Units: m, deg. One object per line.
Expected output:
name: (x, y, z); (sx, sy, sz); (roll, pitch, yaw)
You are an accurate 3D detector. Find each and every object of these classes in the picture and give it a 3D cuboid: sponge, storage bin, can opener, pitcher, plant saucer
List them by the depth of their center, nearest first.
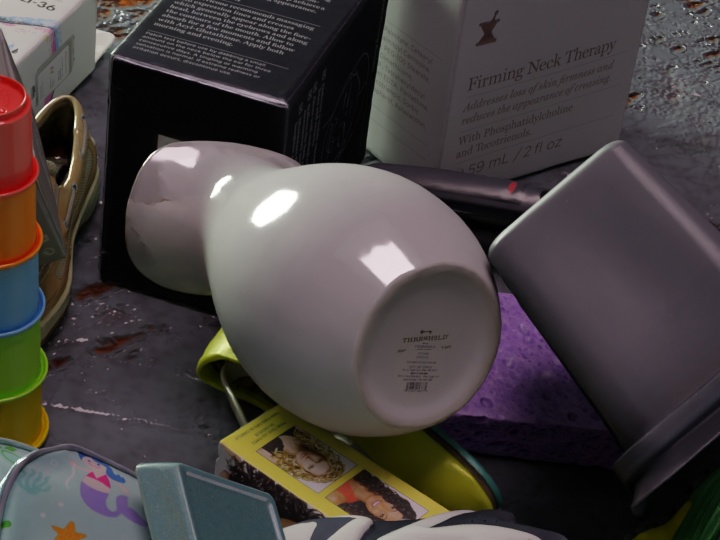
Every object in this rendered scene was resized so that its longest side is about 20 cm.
plant saucer: (-0.032, 0.157, 0.666); (0.070, 0.019, 0.201); (28, 34, -47)
storage bin: (0.145, 0.020, 0.883); (0.145, 0.200, 0.135); (-40, 77, 2)
pitcher: (0.000, 0.000, 0.914); (0.171, 0.122, 0.200); (-5, 21, -32)
sponge: (0.121, 0.061, 1.021); (0.198, 0.030, 0.112); (7, 36, -2)
can opener: (0.091, -0.028, 1.107); (0.199, 0.064, 0.079); (19, 31, 14)

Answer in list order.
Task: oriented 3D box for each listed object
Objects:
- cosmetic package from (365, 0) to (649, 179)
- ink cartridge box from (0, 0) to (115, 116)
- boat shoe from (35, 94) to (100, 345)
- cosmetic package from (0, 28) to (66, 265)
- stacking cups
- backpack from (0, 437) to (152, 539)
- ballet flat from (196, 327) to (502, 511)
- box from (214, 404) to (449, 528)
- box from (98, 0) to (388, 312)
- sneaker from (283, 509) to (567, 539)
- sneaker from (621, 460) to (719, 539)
cosmetic package: (0.073, -0.183, 1.201); (0.167, 0.201, 0.166); (-19, 44, -32)
ink cartridge box: (-0.245, -0.146, 1.194); (0.116, 0.068, 0.200); (17, 36, 11)
boat shoe: (-0.191, -0.031, 1.041); (0.071, 0.077, 0.201); (7, 36, -2)
cosmetic package: (-0.263, -0.038, 0.966); (0.199, 0.090, 0.107); (-17, 56, -6)
stacking cups: (-0.179, -0.002, 0.896); (0.060, 0.201, 0.061); (4, 34, -3)
backpack: (-0.118, 0.158, 0.726); (0.177, 0.151, 0.200); (30, 21, -25)
ballet flat: (-0.014, 0.084, 0.943); (0.067, 0.067, 0.200); (-36, 49, -19)
box: (0.018, 0.144, 0.848); (0.199, 0.076, 0.050); (29, 38, 28)
box: (-0.065, -0.093, 1.092); (0.106, 0.149, 0.200); (16, 36, 10)
sneaker: (0.050, 0.151, 0.713); (0.129, 0.080, 0.199); (-13, 20, -12)
sneaker: (0.177, 0.150, 0.885); (0.199, 0.078, 0.085); (-33, 59, -32)
